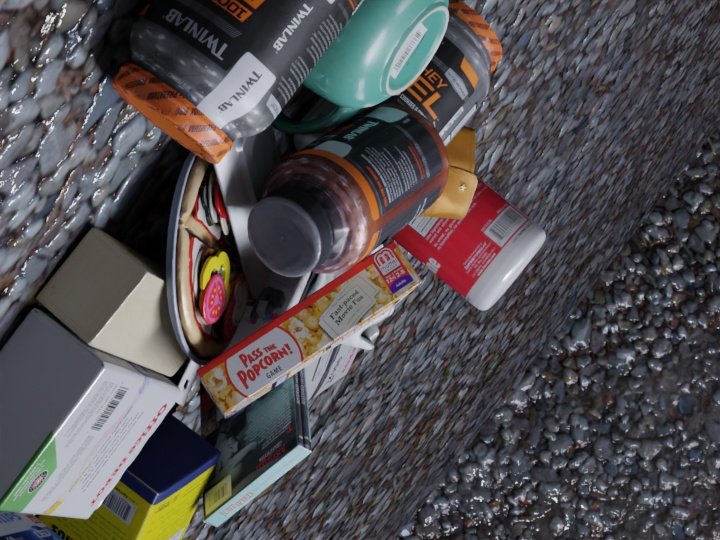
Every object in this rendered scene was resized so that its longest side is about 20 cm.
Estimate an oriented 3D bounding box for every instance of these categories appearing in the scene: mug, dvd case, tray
[{"bbox_3d":[0.000,-0.203,1.419,0.152,0.114,0.185,-44,161,-36],"label":"mug"},{"bbox_3d":[-0.108,0.137,1.669,0.146,0.022,0.200,-41,-145,28],"label":"dvd case"},{"bbox_3d":[-0.087,-0.076,1.431,0.200,0.022,0.108,78,20,-50],"label":"tray"}]

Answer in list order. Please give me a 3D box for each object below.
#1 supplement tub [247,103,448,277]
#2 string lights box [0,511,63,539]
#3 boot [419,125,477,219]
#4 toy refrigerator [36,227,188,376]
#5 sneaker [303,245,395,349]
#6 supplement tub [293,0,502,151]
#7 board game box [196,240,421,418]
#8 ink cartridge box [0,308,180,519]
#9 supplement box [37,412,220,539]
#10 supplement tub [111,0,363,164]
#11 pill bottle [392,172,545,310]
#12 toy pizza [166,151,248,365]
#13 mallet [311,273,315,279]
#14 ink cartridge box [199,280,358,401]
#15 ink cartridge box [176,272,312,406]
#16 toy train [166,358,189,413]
[{"bbox_3d":[-0.013,-0.065,1.423,0.200,0.107,0.107,-38,157,-52],"label":"supplement tub"},{"bbox_3d":[-0.266,0.297,1.501,0.059,0.200,0.103,-56,165,7],"label":"string lights box"},{"bbox_3d":[0.042,-0.069,1.707,0.071,0.144,0.202,9,-100,65],"label":"boot"},{"bbox_3d":[-0.192,0.028,1.417,0.076,0.070,0.200,-51,163,0],"label":"toy refrigerator"},{"bbox_3d":[0.000,0.000,1.605,0.200,0.087,0.075,109,3,-50],"label":"sneaker"},{"bbox_3d":[0.040,-0.163,1.607,0.200,0.122,0.123,-51,164,-18],"label":"supplement tub"},{"bbox_3d":[-0.047,0.055,1.467,0.200,0.046,0.152,-33,177,-8],"label":"board game box"},{"bbox_3d":[-0.250,0.125,1.408,0.145,0.084,0.200,-53,165,-1],"label":"ink cartridge box"},{"bbox_3d":[-0.238,0.238,1.637,0.109,0.109,0.200,-30,150,-57],"label":"supplement box"},{"bbox_3d":[-0.081,-0.183,1.204,0.200,0.122,0.123,-54,165,-6],"label":"supplement tub"},{"bbox_3d":[0.091,-0.059,1.808,0.112,0.200,0.112,-49,173,-9],"label":"pill bottle"},{"bbox_3d":[-0.118,-0.018,1.435,0.200,0.032,0.201,4,90,-77],"label":"toy pizza"},{"bbox_3d":[-0.029,-0.030,1.848,0.066,0.041,0.200,-60,168,11],"label":"mallet"},{"bbox_3d":[-0.069,0.076,1.848,0.200,0.084,0.145,-33,154,-55],"label":"ink cartridge box"},{"bbox_3d":[-0.105,0.049,1.608,0.115,0.068,0.200,97,18,-82],"label":"ink cartridge box"},{"bbox_3d":[-0.166,0.065,1.633,0.046,0.034,0.200,-43,161,-48],"label":"toy train"}]
